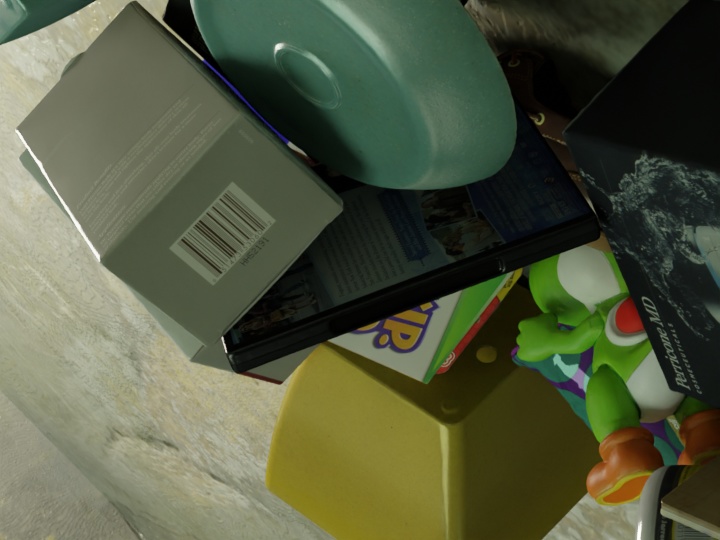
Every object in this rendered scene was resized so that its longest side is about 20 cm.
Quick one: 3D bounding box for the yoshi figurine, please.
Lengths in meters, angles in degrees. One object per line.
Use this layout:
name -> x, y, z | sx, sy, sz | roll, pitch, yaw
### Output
yoshi figurine -> 0.156, 0.043, 1.049 | 0.112, 0.112, 0.200 | 21, -132, -51

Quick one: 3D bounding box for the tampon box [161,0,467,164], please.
tampon box -> -0.002, -0.179, 0.921 | 0.126, 0.150, 0.200 | 42, 158, 0

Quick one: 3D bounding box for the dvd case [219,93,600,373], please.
dvd case -> 0.012, -0.024, 0.918 | 0.143, 0.200, 0.018 | -114, 4, -54

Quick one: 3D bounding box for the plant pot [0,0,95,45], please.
plant pot -> -0.169, -0.238, 1.041 | 0.141, 0.200, 0.141 | 49, 157, -12

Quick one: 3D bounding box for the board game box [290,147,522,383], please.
board game box -> 0.000, 0.000, 1.034 | 0.200, 0.096, 0.030 | 24, -156, -30

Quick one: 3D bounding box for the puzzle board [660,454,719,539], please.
puzzle board -> 0.274, 0.100, 0.877 | 0.151, 0.200, 0.017 | 21, 131, 45

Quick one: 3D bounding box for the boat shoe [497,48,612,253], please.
boat shoe -> 0.099, -0.094, 1.020 | 0.200, 0.070, 0.070 | 40, 121, 27

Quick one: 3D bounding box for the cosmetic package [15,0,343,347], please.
cosmetic package -> -0.103, -0.057, 0.921 | 0.090, 0.107, 0.200 | 41, -175, -31

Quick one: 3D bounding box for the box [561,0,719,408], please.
box -> 0.234, -0.012, 0.854 | 0.200, 0.117, 0.197 | 22, 149, 46

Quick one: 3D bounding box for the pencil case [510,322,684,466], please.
pencil case -> 0.194, 0.097, 1.161 | 0.200, 0.085, 0.092 | 47, 143, -6

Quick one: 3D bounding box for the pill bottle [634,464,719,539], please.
pill bottle -> 0.252, 0.160, 0.914 | 0.200, 0.112, 0.112 | -2, 138, 21

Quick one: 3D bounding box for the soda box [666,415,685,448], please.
soda box -> 0.282, 0.099, 1.031 | 0.200, 0.068, 0.064 | 9, 139, 55

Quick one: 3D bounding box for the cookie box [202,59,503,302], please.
cookie box -> -0.019, -0.040, 1.148 | 0.200, 0.075, 0.171 | 36, -172, -45

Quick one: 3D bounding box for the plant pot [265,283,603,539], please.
plant pot -> 0.058, 0.096, 1.277 | 0.200, 0.200, 0.176 | 32, 146, 29

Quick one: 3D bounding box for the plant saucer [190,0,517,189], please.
plant saucer -> -0.016, -0.104, 0.835 | 0.200, 0.036, 0.200 | 33, 158, 16

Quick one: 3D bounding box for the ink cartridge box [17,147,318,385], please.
ink cartridge box -> -0.117, -0.026, 1.176 | 0.200, 0.083, 0.146 | 47, -171, 23
